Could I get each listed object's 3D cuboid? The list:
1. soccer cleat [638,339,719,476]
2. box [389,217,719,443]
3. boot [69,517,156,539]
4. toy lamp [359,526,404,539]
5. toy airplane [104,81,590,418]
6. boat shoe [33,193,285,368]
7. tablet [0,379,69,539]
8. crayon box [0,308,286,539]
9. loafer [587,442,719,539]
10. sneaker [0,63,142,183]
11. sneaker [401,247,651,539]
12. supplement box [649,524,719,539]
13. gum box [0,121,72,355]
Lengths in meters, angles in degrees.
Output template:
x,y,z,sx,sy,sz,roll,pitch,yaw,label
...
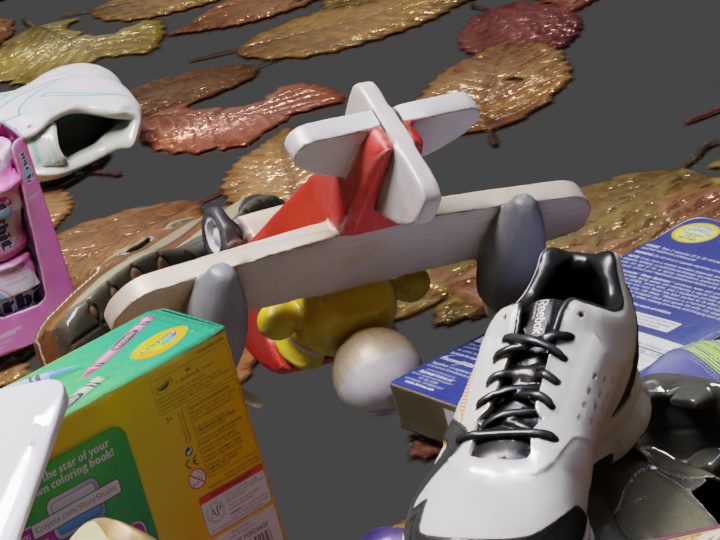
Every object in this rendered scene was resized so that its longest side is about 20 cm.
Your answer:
x,y,z,sx,sy,sz,roll,pitch,yaw,label
0.204,0.056,1.198,0.200,0.065,0.084,3,25,41,soccer cleat
0.128,0.034,1.351,0.200,0.032,0.121,-28,25,-27,box
-0.128,0.186,1.070,0.156,0.073,0.200,-60,6,-24,boot
-0.031,0.167,1.090,0.058,0.058,0.200,-2,25,32,toy lamp
0.000,0.000,1.379,0.200,0.141,0.199,-23,-14,18,toy airplane
-0.108,0.018,1.516,0.074,0.076,0.200,-6,14,36,boat shoe
-0.187,0.126,1.068,0.130,0.014,0.200,-15,39,27,tablet
-0.133,0.112,1.213,0.200,0.119,0.058,-28,24,-31,crayon box
0.112,0.109,1.137,0.070,0.075,0.200,-5,23,-8,loafer
-0.235,-0.083,1.856,0.200,0.071,0.080,-22,24,-18,sneaker
0.060,0.057,1.077,0.074,0.080,0.200,3,26,16,sneaker
0.183,0.136,0.977,0.200,0.086,0.110,-13,21,5,supplement box
-0.233,-0.030,1.632,0.066,0.114,0.200,-23,22,-20,gum box
